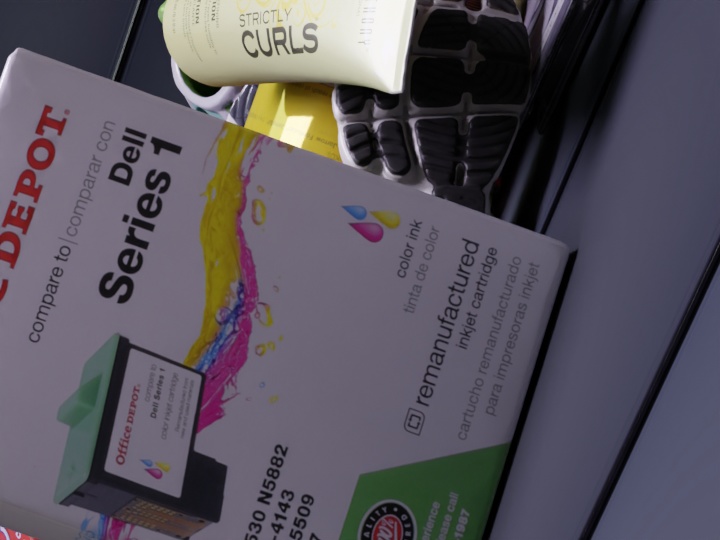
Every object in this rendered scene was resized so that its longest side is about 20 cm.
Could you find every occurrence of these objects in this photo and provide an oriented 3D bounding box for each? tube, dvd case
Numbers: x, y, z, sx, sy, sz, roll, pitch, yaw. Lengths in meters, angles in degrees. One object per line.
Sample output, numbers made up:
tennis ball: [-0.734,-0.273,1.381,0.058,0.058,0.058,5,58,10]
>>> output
tube: [-0.020,-0.101,0.881,0.052,0.058,0.200,-33,14,-19]
dvd case: [0.099,-0.165,0.967,0.201,0.016,0.149,-80,11,-57]

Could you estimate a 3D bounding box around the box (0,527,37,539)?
box: [-0.102,0.128,0.964,0.200,0.099,0.096,54,139,28]

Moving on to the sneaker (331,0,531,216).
sneaker: [0.020,-0.022,0.914,0.085,0.076,0.202,100,180,-65]

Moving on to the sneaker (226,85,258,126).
sneaker: [0.016,-0.102,1.145,0.200,0.078,0.080,-43,-5,3]

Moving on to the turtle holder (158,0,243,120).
turtle holder: [-0.033,-0.124,1.270,0.141,0.131,0.186,-56,41,34]

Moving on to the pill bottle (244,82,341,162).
pill bottle: [-0.009,-0.013,1.010,0.112,0.111,0.202,-143,73,-85]

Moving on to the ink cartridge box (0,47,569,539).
ink cartridge box: [-0.050,0.031,0.790,0.084,0.198,0.146,132,157,-77]
